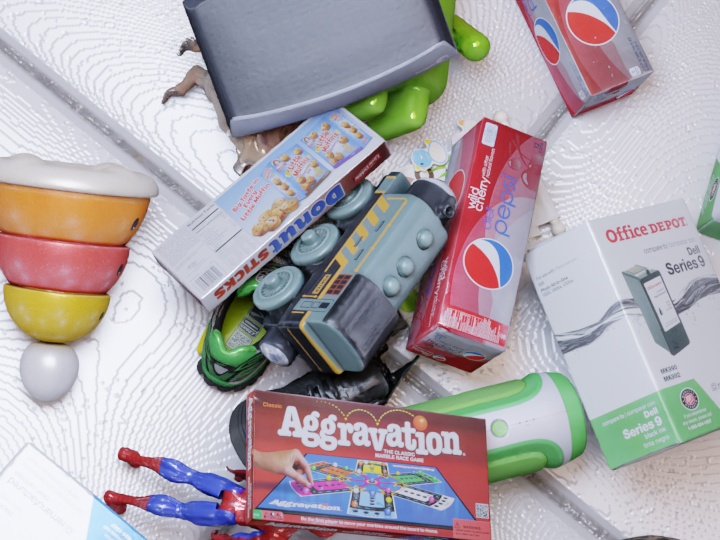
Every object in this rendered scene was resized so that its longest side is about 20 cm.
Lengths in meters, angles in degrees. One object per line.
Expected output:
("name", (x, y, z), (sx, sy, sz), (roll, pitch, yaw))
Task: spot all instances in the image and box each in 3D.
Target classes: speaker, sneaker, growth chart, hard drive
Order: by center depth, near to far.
("sneaker", (-0.026, 0.101, 1.448), (0.104, 0.200, 0.060), (-29, 89, 21))
("hard drive", (-0.034, -0.198, 1.456), (0.200, 0.042, 0.135), (-20, 95, 5))
("speaker", (0.083, 0.143, 1.496), (0.200, 0.088, 0.088), (-13, 79, -12))
("sneaker", (-0.067, 0.009, 1.503), (0.078, 0.085, 0.200), (27, 72, -2))
("growth chart", (0.083, -0.047, 1.567), (0.200, 0.018, 0.145), (-32, 86, -24))

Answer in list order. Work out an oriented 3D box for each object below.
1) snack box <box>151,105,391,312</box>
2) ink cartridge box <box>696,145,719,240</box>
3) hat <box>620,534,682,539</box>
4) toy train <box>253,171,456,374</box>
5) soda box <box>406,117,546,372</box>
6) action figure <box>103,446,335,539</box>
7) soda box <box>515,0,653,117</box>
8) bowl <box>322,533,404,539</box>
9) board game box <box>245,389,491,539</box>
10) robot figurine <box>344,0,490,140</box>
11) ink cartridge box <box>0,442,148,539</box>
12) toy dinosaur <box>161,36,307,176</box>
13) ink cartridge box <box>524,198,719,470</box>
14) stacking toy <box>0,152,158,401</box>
("snack box", (-0.072, -0.055, 1.457), (0.200, 0.024, 0.072), (-41, 54, -12))
("ink cartridge box", (0.377, -0.109, 1.546), (0.084, 0.200, 0.145), (20, 75, -4))
("hat", (0.266, 0.311, 1.489), (0.201, 0.081, 0.201), (2, 77, -8))
("toy train", (0.000, 0.000, 1.443), (0.200, 0.114, 0.085), (-52, 125, -27))
("soda box", (0.098, -0.022, 1.503), (0.063, 0.070, 0.200), (21, 65, -15))
("action figure", (-0.107, 0.185, 1.430), (0.200, 0.052, 0.065), (8, 68, 29))
("soda box", (0.185, -0.245, 1.617), (0.070, 0.063, 0.200), (-22, 81, -14))
("bowl", (0.027, 0.296, 1.420), (0.200, 0.075, 0.200), (-37, 84, -15))
("board game box", (0.007, 0.154, 1.389), (0.200, 0.019, 0.103), (9, 64, -22))
("robot figurine", (0.023, -0.217, 1.555), (0.175, 0.116, 0.200), (16, 72, -30))
("ink cartridge box", (-0.272, 0.260, 1.410), (0.146, 0.086, 0.200), (39, 72, 1))
("toy dinosaur", (-0.084, -0.175, 1.532), (0.136, 0.086, 0.200), (24, 87, -4))
("ink cartridge box", (0.243, 0.051, 1.516), (0.146, 0.084, 0.200), (-13, 78, -45))
("stacking toy", (-0.248, 0.008, 1.472), (0.146, 0.146, 0.200), (6, 95, -8))
